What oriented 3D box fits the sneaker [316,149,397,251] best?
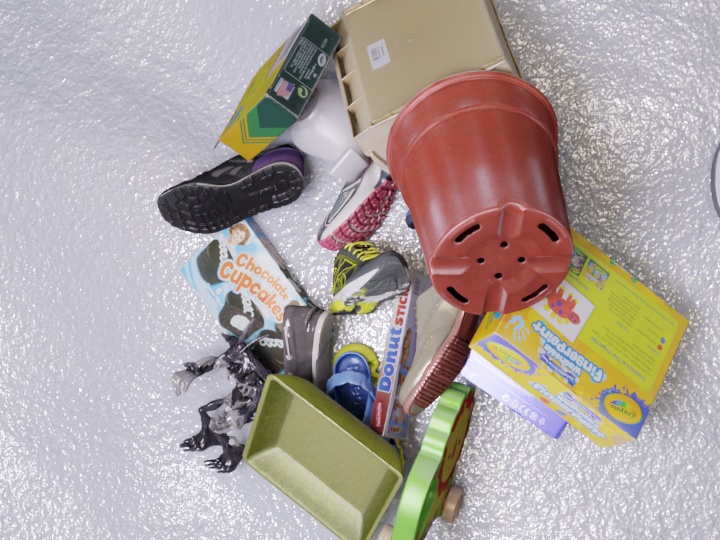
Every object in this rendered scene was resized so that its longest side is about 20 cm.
[{"bbox_3d":[0.008,-0.113,1.254,0.074,0.081,0.201,36,93,26],"label":"sneaker"}]

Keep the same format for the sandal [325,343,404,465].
[{"bbox_3d":[-0.001,0.197,1.256,0.079,0.087,0.203,-18,88,13],"label":"sandal"}]

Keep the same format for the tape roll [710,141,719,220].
[{"bbox_3d":[0.498,-0.104,1.115,0.197,0.066,0.203,1,92,17],"label":"tape roll"}]

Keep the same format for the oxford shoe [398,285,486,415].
[{"bbox_3d":[0.091,0.069,1.144,0.073,0.071,0.202,27,83,28],"label":"oxford shoe"}]

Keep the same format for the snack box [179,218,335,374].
[{"bbox_3d":[-0.137,0.040,1.314,0.116,0.037,0.201,-39,81,13],"label":"snack box"}]

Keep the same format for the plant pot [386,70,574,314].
[{"bbox_3d":[0.134,-0.072,1.057,0.199,0.201,0.197,-22,42,15],"label":"plant pot"}]

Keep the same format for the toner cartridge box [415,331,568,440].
[{"bbox_3d":[0.167,0.123,1.201,0.199,0.095,0.043,34,100,12],"label":"toner cartridge box"}]

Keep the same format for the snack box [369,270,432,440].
[{"bbox_3d":[0.053,0.105,1.223,0.024,0.072,0.203,8,82,27],"label":"snack box"}]

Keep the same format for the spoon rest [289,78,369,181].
[{"bbox_3d":[-0.036,-0.169,1.233,0.099,0.060,0.201,-46,38,15],"label":"spoon rest"}]

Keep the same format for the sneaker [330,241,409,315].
[{"bbox_3d":[0.000,0.000,1.205,0.073,0.200,0.086,-4,77,-20],"label":"sneaker"}]

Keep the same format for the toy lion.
[{"bbox_3d":[0.088,0.235,1.179,0.068,0.200,0.194,17,115,16],"label":"toy lion"}]

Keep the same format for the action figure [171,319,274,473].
[{"bbox_3d":[-0.175,0.163,1.270,0.118,0.101,0.202,34,121,33],"label":"action figure"}]

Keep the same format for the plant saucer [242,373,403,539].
[{"bbox_3d":[-0.041,0.226,1.215,0.199,0.048,0.201,36,138,13],"label":"plant saucer"}]

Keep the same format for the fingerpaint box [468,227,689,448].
[{"bbox_3d":[0.247,0.071,1.121,0.199,0.073,0.168,36,65,-7],"label":"fingerpaint box"}]

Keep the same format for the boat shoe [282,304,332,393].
[{"bbox_3d":[-0.074,0.128,1.260,0.056,0.067,0.202,17,123,15],"label":"boat shoe"}]

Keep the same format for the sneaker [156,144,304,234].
[{"bbox_3d":[-0.165,-0.110,1.298,0.197,0.088,0.076,-12,124,8],"label":"sneaker"}]

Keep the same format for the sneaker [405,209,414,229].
[{"bbox_3d":[0.142,-0.111,1.222,0.198,0.066,0.079,-22,74,15],"label":"sneaker"}]

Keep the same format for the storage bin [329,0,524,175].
[{"bbox_3d":[0.076,-0.243,1.170,0.197,0.094,0.202,-24,54,16],"label":"storage bin"}]

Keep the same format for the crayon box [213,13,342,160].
[{"bbox_3d":[-0.106,-0.216,1.224,0.051,0.199,0.128,33,67,-17],"label":"crayon box"}]
